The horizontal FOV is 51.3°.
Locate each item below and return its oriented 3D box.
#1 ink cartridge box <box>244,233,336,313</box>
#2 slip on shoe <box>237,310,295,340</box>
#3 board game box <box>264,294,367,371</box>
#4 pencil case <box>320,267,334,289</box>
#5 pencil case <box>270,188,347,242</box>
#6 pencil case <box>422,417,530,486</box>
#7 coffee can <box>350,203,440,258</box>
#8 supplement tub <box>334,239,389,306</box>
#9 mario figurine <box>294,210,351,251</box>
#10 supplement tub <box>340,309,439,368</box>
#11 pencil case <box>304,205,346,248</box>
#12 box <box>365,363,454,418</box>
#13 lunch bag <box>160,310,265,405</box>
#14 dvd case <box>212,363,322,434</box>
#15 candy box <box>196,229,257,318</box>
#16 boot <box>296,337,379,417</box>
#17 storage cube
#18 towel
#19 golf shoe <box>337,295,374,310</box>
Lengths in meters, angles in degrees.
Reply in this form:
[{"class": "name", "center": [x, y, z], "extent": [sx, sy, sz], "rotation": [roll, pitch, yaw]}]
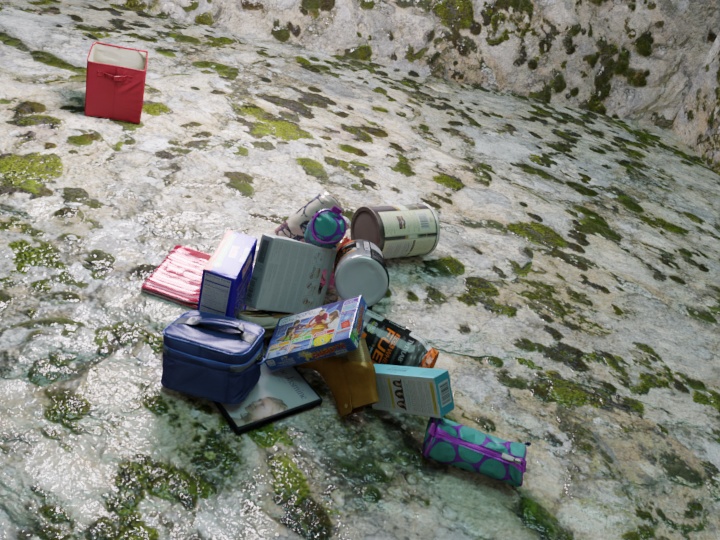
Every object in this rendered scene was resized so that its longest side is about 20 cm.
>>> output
[{"class": "ink cartridge box", "center": [-0.152, 0.012, 1.659], "extent": [0.047, 0.160, 0.200], "rotation": [19, 6, 41]}, {"class": "slip on shoe", "center": [-0.193, 0.121, 1.638], "extent": [0.076, 0.061, 0.200], "rotation": [18, 9, 32]}, {"class": "board game box", "center": [-0.090, 0.127, 1.521], "extent": [0.200, 0.035, 0.135], "rotation": [-16, 32, 23]}, {"class": "pencil case", "center": [-0.146, -0.008, 1.828], "extent": [0.199, 0.083, 0.087], "rotation": [11, 22, -8]}, {"class": "pencil case", "center": [-0.129, -0.119, 1.898], "extent": [0.089, 0.200, 0.078], "rotation": [51, -1, -21]}, {"class": "pencil case", "center": [0.220, 0.345, 1.439], "extent": [0.200, 0.092, 0.085], "rotation": [17, 69, 3]}, {"class": "coffee can", "center": [0.094, -0.105, 2.029], "extent": [0.200, 0.147, 0.146], "rotation": [-6, 39, -33]}, {"class": "supplement tub", "center": [0.000, 0.000, 1.714], "extent": [0.122, 0.123, 0.200], "rotation": [13, 14, -6]}, {"class": "mario figurine", "center": [-0.102, -0.092, 1.948], "extent": [0.200, 0.124, 0.106], "rotation": [25, 20, 20]}, {"class": "supplement tub", "center": [0.060, 0.173, 1.611], "extent": [0.200, 0.123, 0.123], "rotation": [25, 33, 13]}, {"class": "pencil case", "center": [-0.084, -0.092, 1.762], "extent": [0.085, 0.093, 0.200], "rotation": [33, -8, -5]}, {"class": "box", "center": [0.087, 0.235, 1.477], "extent": [0.200, 0.083, 0.049], "rotation": [-1, 13, 44]}, {"class": "lunch bag", "center": [-0.276, 0.157, 1.435], "extent": [0.200, 0.133, 0.136], "rotation": [11, 25, 10]}, {"class": "dvd case", "center": [-0.193, 0.243, 1.485], "extent": [0.200, 0.018, 0.143], "rotation": [-13, 42, -39]}, {"class": "candy box", "center": [-0.284, 0.044, 1.574], "extent": [0.077, 0.200, 0.169], "rotation": [17, 32, 0]}, {"class": "boot", "center": [-0.053, 0.225, 1.515], "extent": [0.071, 0.201, 0.144], "rotation": [9, 68, -50]}, {"class": "storage cube", "center": [-0.760, -0.584, 2.332], "extent": [0.171, 0.180, 0.200], "rotation": [6, 34, -17]}, {"class": "towel", "center": [-0.402, 0.010, 1.740], "extent": [0.144, 0.023, 0.200], "rotation": [18, 32, 2]}, {"class": "golf shoe", "center": [0.010, 0.033, 1.850], "extent": [0.088, 0.077, 0.200], "rotation": [15, 31, 10]}]
